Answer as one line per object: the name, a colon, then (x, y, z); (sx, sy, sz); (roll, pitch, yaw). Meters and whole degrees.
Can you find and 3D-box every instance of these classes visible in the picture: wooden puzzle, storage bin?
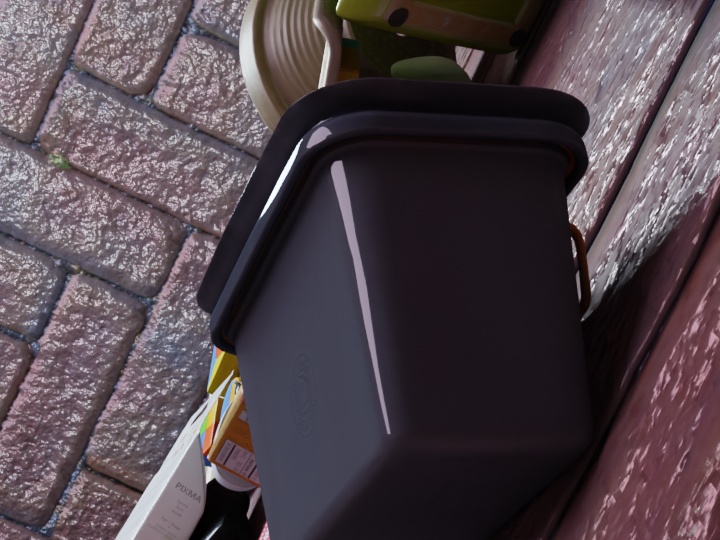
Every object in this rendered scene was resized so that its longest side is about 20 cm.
wooden puzzle: (-0.024, -0.098, 1.274); (0.185, 0.037, 0.202); (-89, 4, -73)
storage bin: (0.025, 0.037, 0.694); (0.200, 0.144, 0.136); (125, 142, -57)
wooden puzzle: (-0.118, 0.110, 1.728); (0.200, 0.046, 0.187); (-41, 35, 54)

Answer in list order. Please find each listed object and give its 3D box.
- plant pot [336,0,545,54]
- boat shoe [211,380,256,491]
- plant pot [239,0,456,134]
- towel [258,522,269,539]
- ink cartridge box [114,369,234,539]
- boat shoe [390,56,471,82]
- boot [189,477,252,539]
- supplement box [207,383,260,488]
plant pot: (0.049, -0.272, 1.244); (0.182, 0.198, 0.201); (50, 121, 39)
boat shoe: (-0.079, 0.112, 1.521); (0.068, 0.073, 0.201); (-48, 17, 56)
plant pot: (0.009, -0.180, 1.415); (0.093, 0.200, 0.202); (-34, 28, 53)
towel: (-0.048, 0.170, 1.268); (0.146, 0.022, 0.200); (-66, 5, -21)
ink cartridge box: (-0.165, 0.202, 1.564); (0.201, 0.050, 0.161); (-57, 6, -27)
boat shoe: (0.057, -0.103, 1.275); (0.202, 0.073, 0.064); (-103, 9, -70)
boot: (-0.147, 0.279, 1.546); (0.200, 0.065, 0.166); (-128, 61, -79)
supplement box: (-0.057, 0.098, 1.219); (0.067, 0.068, 0.200); (-63, 4, -21)
